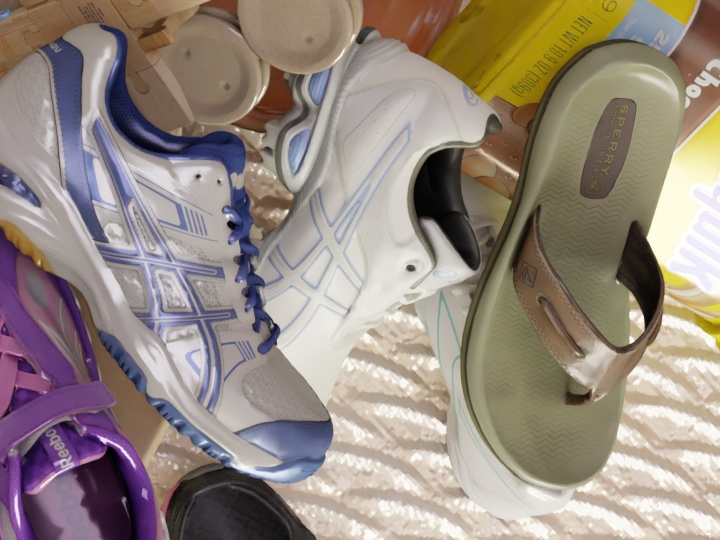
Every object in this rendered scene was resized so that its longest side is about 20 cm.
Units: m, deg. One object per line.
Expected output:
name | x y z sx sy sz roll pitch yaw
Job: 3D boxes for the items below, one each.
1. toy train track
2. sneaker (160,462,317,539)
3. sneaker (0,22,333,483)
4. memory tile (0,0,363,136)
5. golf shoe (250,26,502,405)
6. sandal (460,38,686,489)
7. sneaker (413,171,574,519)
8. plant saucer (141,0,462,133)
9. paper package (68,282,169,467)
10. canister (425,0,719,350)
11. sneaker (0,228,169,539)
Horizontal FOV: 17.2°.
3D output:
toy train track | -0.132 -0.100 0.966 0.115 0.200 0.033 57 39 -24
sneaker | -0.031 0.179 1.036 0.079 0.095 0.200 -20 92 -12
sneaker | -0.067 -0.006 0.924 0.088 0.075 0.200 -40 102 8
memory tile | -0.104 -0.143 0.954 0.200 0.153 0.017 53 34 -12
golf shoe | 0.000 0.000 1.015 0.097 0.078 0.200 24 120 18
sandal | 0.093 0.005 0.987 0.080 0.057 0.201 -3 117 -24
sneaker | 0.060 0.016 1.073 0.070 0.080 0.201 -19 91 -12
plant saucer | -0.038 -0.158 1.047 0.200 0.037 0.201 -1 91 -36
paper package | -0.193 0.054 0.995 0.200 0.103 0.191 31 82 -12
canister | 0.140 -0.064 1.052 0.200 0.087 0.149 30 125 -21
sneaker | -0.129 0.051 0.913 0.080 0.088 0.200 -28 94 -12
